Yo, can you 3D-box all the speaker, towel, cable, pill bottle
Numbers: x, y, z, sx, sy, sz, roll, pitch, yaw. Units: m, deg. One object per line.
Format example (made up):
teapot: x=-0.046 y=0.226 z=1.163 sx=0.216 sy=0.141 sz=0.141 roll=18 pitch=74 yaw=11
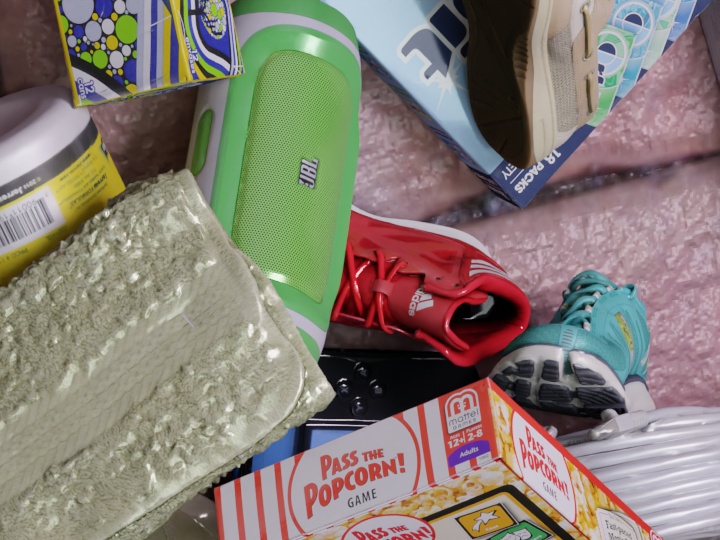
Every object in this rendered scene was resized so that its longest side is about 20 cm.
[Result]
speaker: x=-0.049 y=-0.038 z=1.419 sx=0.088 sy=0.088 sz=0.201 roll=19 pitch=62 yaw=-22
towel: x=-0.127 y=0.058 z=1.332 sx=0.200 sy=0.036 sz=0.149 roll=-37 pitch=80 yaw=3
cable: x=0.145 y=0.125 z=1.508 sx=0.199 sy=0.200 sz=0.070 roll=-4 pitch=76 yaw=-27
pill bottle: x=-0.154 y=0.016 z=1.424 sx=0.112 sy=0.112 sz=0.201 roll=-28 pitch=110 yaw=-12

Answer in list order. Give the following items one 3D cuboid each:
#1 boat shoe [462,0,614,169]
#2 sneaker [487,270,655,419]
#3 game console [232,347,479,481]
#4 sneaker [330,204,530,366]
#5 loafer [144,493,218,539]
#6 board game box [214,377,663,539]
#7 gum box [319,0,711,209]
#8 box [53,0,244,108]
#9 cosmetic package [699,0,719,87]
boat shoe: x=0.094 y=-0.141 z=1.427 sx=0.065 sy=0.072 sz=0.200 roll=-30 pitch=141 yaw=-21
sneaker: x=0.118 y=0.039 z=1.501 sx=0.077 sy=0.200 sz=0.080 roll=8 pitch=89 yaw=14
game console: x=-0.007 y=0.151 z=1.502 sx=0.170 sy=0.118 sz=0.201 roll=2 pitch=101 yaw=-20
sneaker: x=0.000 y=0.000 z=1.473 sx=0.199 sy=0.115 sz=0.079 roll=4 pitch=99 yaw=-22
loafer: x=-0.163 y=0.121 z=1.384 sx=0.199 sy=0.068 sz=0.076 roll=17 pitch=133 yaw=2
board game box: x=0.045 y=0.138 z=1.349 sx=0.151 sy=0.046 sz=0.200 roll=-22 pitch=143 yaw=20
gum box: x=0.073 y=-0.163 z=1.503 sx=0.200 sy=0.045 sz=0.170 roll=44 pitch=86 yaw=-21
box: x=-0.120 y=-0.187 z=1.383 sx=0.070 sy=0.064 sz=0.201 roll=-11 pitch=93 yaw=24
cosmetic package: x=0.250 y=-0.072 z=1.567 sx=0.050 sy=0.083 sz=0.201 roll=-24 pitch=109 yaw=-16
